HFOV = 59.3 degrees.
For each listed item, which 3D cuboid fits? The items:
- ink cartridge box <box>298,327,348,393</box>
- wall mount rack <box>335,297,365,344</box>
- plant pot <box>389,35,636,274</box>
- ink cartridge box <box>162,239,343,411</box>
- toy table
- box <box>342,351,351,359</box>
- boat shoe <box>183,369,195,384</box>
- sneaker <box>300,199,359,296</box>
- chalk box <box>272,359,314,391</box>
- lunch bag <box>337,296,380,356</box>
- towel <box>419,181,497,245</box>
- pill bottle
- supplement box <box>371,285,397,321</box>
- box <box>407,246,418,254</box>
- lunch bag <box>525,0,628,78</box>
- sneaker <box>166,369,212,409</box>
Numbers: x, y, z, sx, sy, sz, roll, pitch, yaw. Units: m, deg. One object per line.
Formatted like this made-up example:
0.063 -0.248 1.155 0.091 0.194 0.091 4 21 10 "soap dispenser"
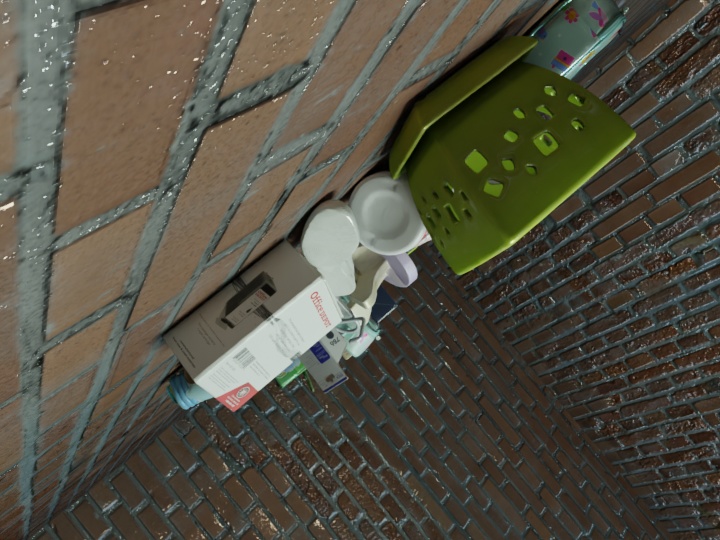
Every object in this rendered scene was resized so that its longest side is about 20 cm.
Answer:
-0.086 0.090 0.972 0.039 0.200 0.099 -34 176 -34 "ink cartridge box"
-0.095 0.081 1.085 0.174 0.200 0.075 -13 -135 31 "wall mount rack"
0.151 -0.135 0.736 0.199 0.182 0.200 -39 178 -12 "plant pot"
-0.134 0.075 0.837 0.200 0.083 0.147 -39 153 -11 "ink cartridge box"
0.000 0.000 1.136 0.117 0.184 0.200 -39 -159 -16 "toy table"
-0.059 0.090 1.398 0.095 0.200 0.078 -40 178 -1 "box"
-0.247 0.137 1.065 0.200 0.074 0.066 -40 162 31 "boat shoe"
-0.040 -0.047 0.855 0.075 0.089 0.200 -1 150 -2 "sneaker"
-0.150 0.161 1.298 0.124 0.200 0.125 -39 178 -14 "chalk box"
-0.047 0.083 1.269 0.077 0.200 0.160 -48 175 0 "lunch bag"
0.135 -0.118 1.099 0.200 0.032 0.191 -27 -151 1 "towel"
0.069 -0.098 0.924 0.114 0.114 0.200 -41 177 27 "pill bottle"
-0.006 0.070 1.852 0.134 0.200 0.200 -39 177 -1 "supplement box"
0.092 -0.099 1.302 0.200 0.048 0.193 -39 156 -19 "box"
0.261 -0.288 0.848 0.200 0.077 0.160 -41 177 26 "lunch bag"
-0.304 0.196 1.226 0.130 0.080 0.200 -26 -170 10 "sneaker"
